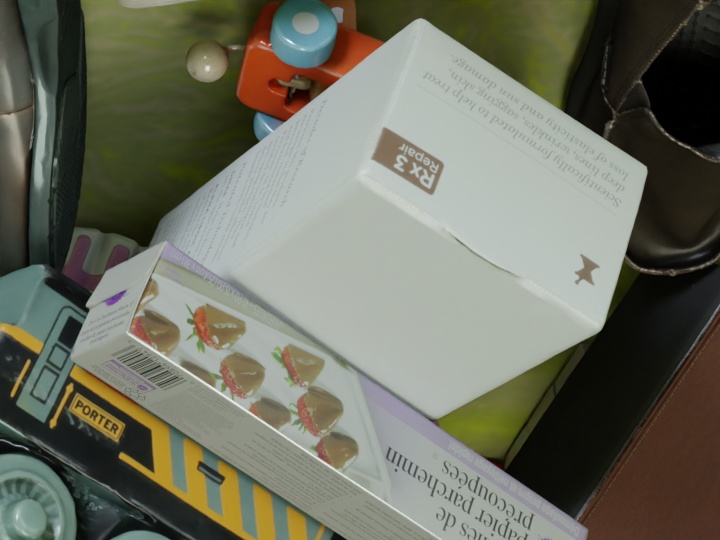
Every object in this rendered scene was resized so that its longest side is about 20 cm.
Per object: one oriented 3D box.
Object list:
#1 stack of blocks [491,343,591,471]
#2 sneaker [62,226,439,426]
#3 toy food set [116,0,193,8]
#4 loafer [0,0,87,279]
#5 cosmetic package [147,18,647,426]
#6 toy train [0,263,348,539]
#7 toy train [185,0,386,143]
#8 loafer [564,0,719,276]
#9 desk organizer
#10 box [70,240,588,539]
[{"bbox_3d":[0.089,0.119,1.175,0.115,0.059,0.200,7,137,-22],"label":"stack of blocks"},{"bbox_3d":[-0.070,0.050,1.042,0.200,0.081,0.088,27,165,-23],"label":"sneaker"},{"bbox_3d":[-0.019,-0.168,0.802,0.143,0.061,0.200,-9,141,-3],"label":"toy food set"},{"bbox_3d":[-0.126,-0.077,0.888,0.063,0.072,0.200,7,134,2],"label":"loafer"},{"bbox_3d":[0.000,0.000,0.920,0.102,0.074,0.200,32,146,-19],"label":"cosmetic package"},{"bbox_3d":[-0.077,0.086,0.920,0.200,0.114,0.085,35,153,-22],"label":"toy train"},{"bbox_3d":[0.012,-0.036,0.980,0.150,0.056,0.200,18,150,5],"label":"toy train"},{"bbox_3d":[0.116,-0.059,0.958,0.073,0.071,0.200,-9,141,-4],"label":"loafer"},{"bbox_3d":[0.105,0.098,1.045,0.077,0.072,0.200,38,82,-23],"label":"desk organizer"},{"bbox_3d":[-0.008,0.061,0.912,0.200,0.039,0.041,35,148,-24],"label":"box"}]
